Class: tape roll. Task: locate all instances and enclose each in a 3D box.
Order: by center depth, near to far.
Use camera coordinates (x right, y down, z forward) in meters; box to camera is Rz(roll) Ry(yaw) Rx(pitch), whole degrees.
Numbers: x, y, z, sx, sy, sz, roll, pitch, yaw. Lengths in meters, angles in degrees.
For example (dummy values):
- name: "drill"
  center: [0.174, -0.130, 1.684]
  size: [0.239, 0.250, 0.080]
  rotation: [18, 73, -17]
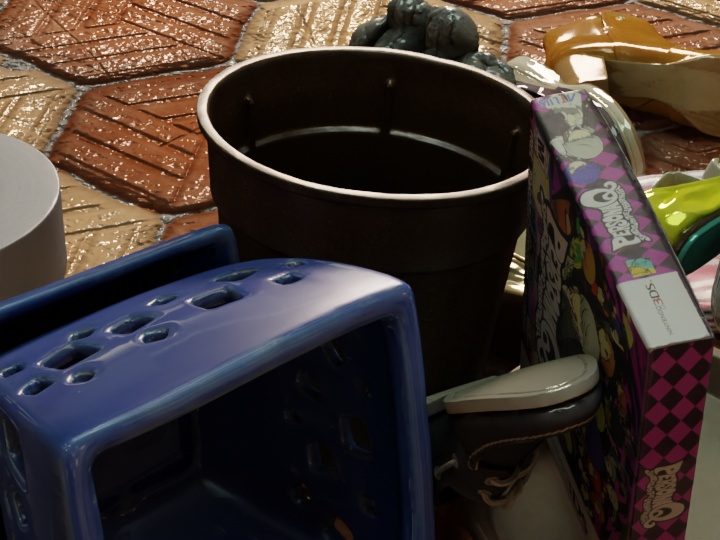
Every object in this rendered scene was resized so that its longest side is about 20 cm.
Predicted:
- name: "tape roll"
  center: [-0.300, -0.024, 1.153]
  size: [0.199, 0.066, 0.201]
  rotation: [0, 32, 0]

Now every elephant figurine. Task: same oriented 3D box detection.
- name: "elephant figurine"
  center: [0.008, -0.088, 1.214]
  size: [0.200, 0.155, 0.141]
  rotation: [-53, 20, -23]

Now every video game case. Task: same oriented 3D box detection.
- name: "video game case"
  center: [0.122, 0.043, 0.857]
  size: [0.036, 0.200, 0.182]
  rotation: [-10, 44, -8]

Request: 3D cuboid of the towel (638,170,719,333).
- name: "towel"
  center: [0.233, -0.021, 1.191]
  size: [0.146, 0.030, 0.200]
  rotation: [-6, 33, -12]

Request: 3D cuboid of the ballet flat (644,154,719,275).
- name: "ballet flat"
  center: [0.241, -0.046, 1.127]
  size: [0.200, 0.067, 0.067]
  rotation: [-17, 45, -42]

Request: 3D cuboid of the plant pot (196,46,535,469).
- name: "plant pot"
  center: [0.000, 0.000, 0.988]
  size: [0.199, 0.199, 0.200]
  rotation: [5, 29, -3]

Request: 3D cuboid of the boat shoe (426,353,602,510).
- name: "boat shoe"
  center: [0.071, 0.084, 0.847]
  size: [0.072, 0.063, 0.200]
  rotation: [-17, -3, -20]

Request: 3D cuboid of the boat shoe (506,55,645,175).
- name: "boat shoe"
  center: [0.143, -0.107, 1.290]
  size: [0.065, 0.072, 0.200]
  rotation: [-26, 32, -13]

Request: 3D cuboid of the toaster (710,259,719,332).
- name: "toaster"
  center: [0.298, -0.015, 1.033]
  size: [0.113, 0.201, 0.129]
  rotation: [23, -6, -27]

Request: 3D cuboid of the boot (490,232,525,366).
- name: "boot"
  center: [0.136, -0.003, 1.107]
  size: [0.200, 0.073, 0.155]
  rotation: [18, 46, 35]

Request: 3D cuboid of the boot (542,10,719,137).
- name: "boot"
  center: [0.250, -0.169, 1.387]
  size: [0.200, 0.071, 0.144]
  rotation: [1, 31, 2]

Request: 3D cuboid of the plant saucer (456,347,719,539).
- name: "plant saucer"
  center: [0.152, 0.115, 0.943]
  size: [0.199, 0.030, 0.200]
  rotation: [-4, 45, 4]

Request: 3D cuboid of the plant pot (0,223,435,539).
- name: "plant pot"
  center: [-0.093, 0.098, 0.854]
  size: [0.200, 0.201, 0.180]
  rotation: [-23, 32, -32]
